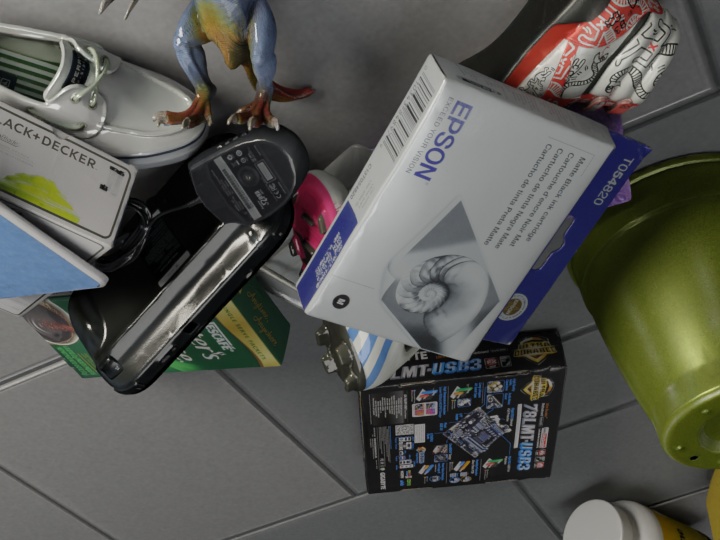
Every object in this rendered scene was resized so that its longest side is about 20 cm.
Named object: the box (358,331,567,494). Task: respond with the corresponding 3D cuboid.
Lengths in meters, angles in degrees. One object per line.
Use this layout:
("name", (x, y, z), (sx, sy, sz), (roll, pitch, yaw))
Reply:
("box", (0.097, 0.145, 1.169), (0.195, 0.050, 0.202), (-7, 141, -2))

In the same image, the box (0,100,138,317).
("box", (-0.247, -0.038, 0.819), (0.116, 0.061, 0.199), (27, 152, -25))

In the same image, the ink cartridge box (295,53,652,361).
("ink cartridge box", (0.084, -0.028, 0.824), (0.197, 0.041, 0.201), (15, 121, -29))

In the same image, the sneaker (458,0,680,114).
("sneaker", (0.130, -0.124, 0.832), (0.107, 0.068, 0.201), (24, 129, -29))

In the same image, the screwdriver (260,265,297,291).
("screwdriver", (-0.070, 0.001, 0.936), (0.198, 0.028, 0.029), (30, 166, -9))

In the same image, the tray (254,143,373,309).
("tray", (-0.020, -0.020, 0.938), (0.106, 0.022, 0.199), (28, 139, -24))

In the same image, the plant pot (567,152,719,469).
("plant pot", (0.284, 0.047, 0.963), (0.197, 0.195, 0.202), (-4, 142, -3))

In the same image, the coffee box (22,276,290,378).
("coffee box", (-0.169, 0.036, 0.962), (0.197, 0.045, 0.124), (-5, 143, 21))

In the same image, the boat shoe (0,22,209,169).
("boat shoe", (-0.192, -0.116, 0.776), (0.197, 0.075, 0.067), (7, 158, -16))

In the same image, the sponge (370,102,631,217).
("sponge", (0.107, -0.073, 0.920), (0.197, 0.030, 0.112), (-15, 140, 10))

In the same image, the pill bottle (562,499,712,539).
("pill bottle", (0.330, 0.336, 1.387), (0.199, 0.114, 0.112), (27, 130, -35))

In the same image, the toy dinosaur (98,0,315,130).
("toy dinosaur", (-0.099, -0.182, 0.741), (0.103, 0.200, 0.185), (4, 109, 11))

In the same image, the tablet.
("tablet", (-0.266, -0.035, 0.747), (0.129, 0.014, 0.200), (-5, 149, 35))

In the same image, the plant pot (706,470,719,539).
("plant pot", (0.488, 0.273, 1.283), (0.192, 0.198, 0.200), (14, 143, -24))

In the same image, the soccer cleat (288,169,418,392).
("soccer cleat", (0.000, 0.000, 0.899), (0.086, 0.070, 0.202), (-28, 131, -22))

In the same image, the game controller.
("game controller", (-0.136, -0.006, 0.872), (0.200, 0.105, 0.042), (-46, 146, 13))

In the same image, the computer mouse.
("computer mouse", (-0.117, -0.050, 0.826), (0.198, 0.034, 0.059), (-21, 114, 26))
